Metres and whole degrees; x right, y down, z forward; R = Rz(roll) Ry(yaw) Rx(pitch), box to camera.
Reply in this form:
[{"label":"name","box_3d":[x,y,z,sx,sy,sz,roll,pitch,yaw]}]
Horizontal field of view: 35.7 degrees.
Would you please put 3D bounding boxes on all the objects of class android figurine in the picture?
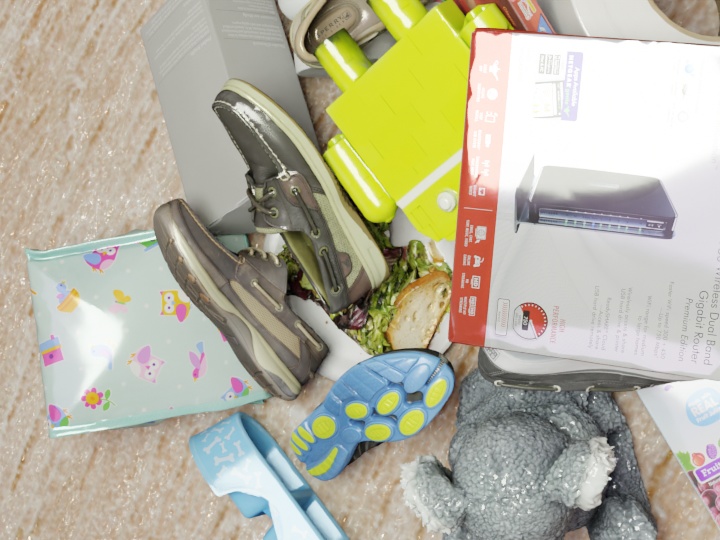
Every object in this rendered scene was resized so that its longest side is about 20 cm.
[{"label":"android figurine","box_3d":[0.055,-0.103,0.795,0.181,0.041,0.201,-35,91,35]}]

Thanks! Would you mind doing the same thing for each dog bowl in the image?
[{"label":"dog bowl","box_3d":[-0.067,0.207,0.960,0.049,0.111,0.201,-39,77,2]}]

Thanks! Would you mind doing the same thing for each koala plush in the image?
[{"label":"koala plush","box_3d":[0.120,0.151,0.837,0.175,0.200,0.187,-9,88,20]}]

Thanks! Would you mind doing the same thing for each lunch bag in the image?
[{"label":"lunch bag","box_3d":[-0.182,0.049,0.988,0.197,0.122,0.173,-9,87,-10]}]

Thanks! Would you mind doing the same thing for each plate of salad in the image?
[{"label":"plate of salad","box_3d":[0.000,0.000,0.961,0.197,0.048,0.203,1,91,21]}]

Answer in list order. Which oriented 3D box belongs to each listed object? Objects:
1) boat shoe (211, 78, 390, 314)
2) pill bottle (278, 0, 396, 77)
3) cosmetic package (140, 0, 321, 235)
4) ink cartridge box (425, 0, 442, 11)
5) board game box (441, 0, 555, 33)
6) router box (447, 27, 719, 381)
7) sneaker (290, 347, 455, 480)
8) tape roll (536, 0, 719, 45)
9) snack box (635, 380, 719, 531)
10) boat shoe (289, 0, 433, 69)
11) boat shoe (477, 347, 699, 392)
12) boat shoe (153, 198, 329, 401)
[{"label":"boat shoe","box_3d":[-0.052,-0.051,0.848,0.066,0.072,0.202,-45,116,-16]},{"label":"pill bottle","box_3d":[-0.020,-0.269,0.930,0.108,0.109,0.203,-5,92,20]},{"label":"cosmetic package","box_3d":[-0.109,-0.141,0.953,0.106,0.089,0.203,-26,78,45]},{"label":"ink cartridge box","box_3d":[0.084,-0.145,0.915,0.115,0.067,0.203,16,95,16]},{"label":"board game box","box_3d":[0.138,-0.125,0.818,0.019,0.103,0.201,-43,115,-9]},{"label":"router box","box_3d":[0.152,-0.045,0.704,0.177,0.049,0.203,7,102,17]},{"label":"sneaker","box_3d":[0.011,0.106,0.908,0.071,0.083,0.199,48,140,1]},{"label":"tape roll","box_3d":[0.228,-0.196,0.792,0.200,0.139,0.206,0,86,-1]},{"label":"snack box","box_3d":[0.285,0.077,0.852,0.141,0.053,0.202,-33,78,16]},{"label":"boat shoe","box_3d":[0.028,-0.227,0.846,0.199,0.065,0.072,-39,101,4]},{"label":"boat shoe","box_3d":[0.179,0.061,0.813,0.197,0.067,0.071,-3,58,-13]},{"label":"boat shoe","box_3d":[-0.097,0.016,0.930,0.073,0.074,0.201,-41,115,-18]}]
